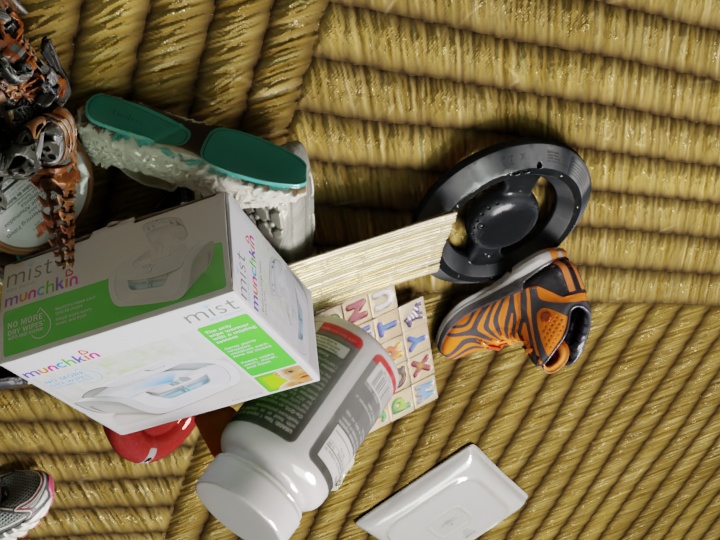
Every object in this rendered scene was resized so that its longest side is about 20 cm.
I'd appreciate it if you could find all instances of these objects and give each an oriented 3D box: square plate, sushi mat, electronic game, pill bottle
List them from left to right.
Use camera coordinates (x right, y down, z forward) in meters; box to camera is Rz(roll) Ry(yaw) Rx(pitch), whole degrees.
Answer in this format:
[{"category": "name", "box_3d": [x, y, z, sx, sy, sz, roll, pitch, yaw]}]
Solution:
[{"category": "pill bottle", "box_3d": [-0.058, 0.149, 0.885, 0.200, 0.113, 0.114, -53, 146, -33]}, {"category": "sushi mat", "box_3d": [0.000, 0.000, 0.908, 0.199, 0.012, 0.096, -18, 146, -22]}, {"category": "square plate", "box_3d": [0.123, 0.345, 1.339, 0.199, 0.029, 0.198, -36, 133, 9]}, {"category": "electronic game", "box_3d": [0.146, -0.057, 0.984, 0.199, 0.042, 0.201, -13, 141, -10]}]

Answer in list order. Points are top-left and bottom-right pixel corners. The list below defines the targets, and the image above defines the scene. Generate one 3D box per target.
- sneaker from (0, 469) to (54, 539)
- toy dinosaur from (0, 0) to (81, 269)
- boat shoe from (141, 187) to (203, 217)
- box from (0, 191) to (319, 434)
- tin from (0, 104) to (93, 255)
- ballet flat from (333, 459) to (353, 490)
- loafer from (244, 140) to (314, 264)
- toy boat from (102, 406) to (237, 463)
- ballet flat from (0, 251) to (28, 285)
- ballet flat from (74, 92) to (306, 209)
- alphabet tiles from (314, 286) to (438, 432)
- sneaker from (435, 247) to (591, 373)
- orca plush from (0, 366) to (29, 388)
[{"category": "sneaker", "box_3d": [-0.418, 0.243, 0.976, 0.199, 0.081, 0.075, -10, 131, -15]}, {"category": "toy dinosaur", "box_3d": [-0.243, -0.097, 0.669, 0.102, 0.136, 0.201, -24, 105, 38]}, {"category": "boat shoe", "box_3d": [-0.195, -0.008, 0.858, 0.062, 0.075, 0.200, 10, 130, -38]}, {"category": "box", "box_3d": [-0.158, 0.041, 0.781, 0.199, 0.097, 0.177, -16, 149, 12]}, {"category": "tin", "box_3d": [-0.281, -0.098, 0.723, 0.112, 0.042, 0.201, -43, 133, -21]}, {"category": "ballet flat", "box_3d": [-0.015, 0.179, 1.096, 0.071, 0.072, 0.201, 1, 128, -24]}, {"category": "loafer", "box_3d": [-0.070, -0.037, 0.890, 0.070, 0.070, 0.201, -50, 162, -31]}, {"category": "toy boat", "box_3d": [-0.159, 0.127, 0.936, 0.200, 0.131, 0.130, -41, 152, 14]}, {"category": "ballet flat", "box_3d": [-0.312, -0.023, 0.806, 0.071, 0.069, 0.200, -13, 140, 25]}, {"category": "ballet flat", "box_3d": [-0.138, -0.089, 0.782, 0.199, 0.072, 0.072, 20, 125, 2]}, {"category": "alphabet tiles", "box_3d": [0.004, 0.086, 1.015, 0.166, 0.008, 0.201, -23, 119, -24]}, {"category": "sneaker", "box_3d": [0.166, 0.071, 1.033, 0.077, 0.113, 0.200, 1, 147, -41]}, {"category": "orca plush", "box_3d": [-0.364, 0.078, 0.886, 0.198, 0.072, 0.105, -9, 178, -3]}]
